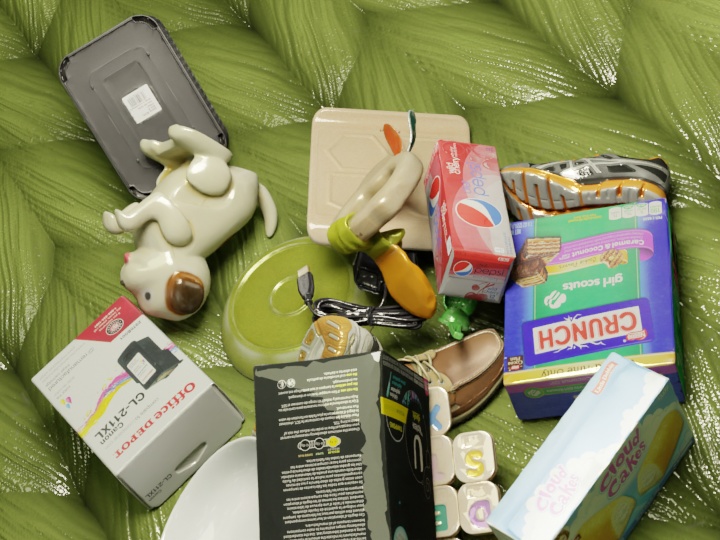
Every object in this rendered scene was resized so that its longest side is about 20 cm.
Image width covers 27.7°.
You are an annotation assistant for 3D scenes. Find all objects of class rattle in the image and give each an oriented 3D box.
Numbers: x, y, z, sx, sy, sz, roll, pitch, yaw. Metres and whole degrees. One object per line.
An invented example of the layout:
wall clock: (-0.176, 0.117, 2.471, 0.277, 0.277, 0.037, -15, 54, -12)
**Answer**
rattle: (0.056, -0.067, 1.555, 0.143, 0.130, 0.200, 30, 31, -2)

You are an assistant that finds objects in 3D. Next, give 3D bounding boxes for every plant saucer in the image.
plant saucer: (-0.073, 0.035, 1.642, 0.200, 0.031, 0.200, -14, 50, 17)

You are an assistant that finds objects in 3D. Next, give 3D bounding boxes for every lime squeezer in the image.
lime squeezer: (0.109, 0.035, 1.520, 0.071, 0.038, 0.200, -49, 12, 35)

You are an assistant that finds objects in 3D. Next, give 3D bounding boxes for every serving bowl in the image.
serving bowl: (-0.122, 0.267, 1.437, 0.200, 0.066, 0.200, -40, 32, 32)

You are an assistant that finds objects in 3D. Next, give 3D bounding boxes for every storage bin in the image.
storage bin: (-0.263, -0.202, 1.796, 0.135, 0.200, 0.094, -30, 10, 2)

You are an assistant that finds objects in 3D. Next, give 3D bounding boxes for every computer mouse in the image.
computer mouse: (0.000, 0.000, 1.594, 0.140, 0.046, 0.200, 0, 45, -4)

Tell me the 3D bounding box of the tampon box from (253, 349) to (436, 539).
tampon box: (-0.010, 0.191, 1.344, 0.126, 0.150, 0.200, -8, 73, 17)

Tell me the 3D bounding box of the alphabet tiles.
alphabet tiles: (0.036, 0.214, 1.412, 0.200, 0.015, 0.196, -9, 73, 17)

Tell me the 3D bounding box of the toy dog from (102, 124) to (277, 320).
toy dog: (-0.208, -0.040, 1.697, 0.139, 0.194, 0.200, -1, 65, 54)

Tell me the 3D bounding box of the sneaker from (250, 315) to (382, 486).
sneaker: (-0.041, 0.146, 1.515, 0.076, 0.088, 0.200, 39, 102, 43)

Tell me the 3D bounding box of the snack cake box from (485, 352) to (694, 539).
snack cake box: (0.212, 0.189, 1.323, 0.067, 0.115, 0.200, 27, 70, 38)

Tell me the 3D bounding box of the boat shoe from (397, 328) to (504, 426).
boat shoe: (0.059, 0.123, 1.478, 0.200, 0.074, 0.076, -35, 47, -1)

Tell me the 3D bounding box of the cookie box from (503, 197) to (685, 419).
cookie box: (0.232, 0.038, 1.456, 0.171, 0.075, 0.200, -9, 53, 19)

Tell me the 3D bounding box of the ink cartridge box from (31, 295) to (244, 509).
ink cartridge box: (-0.246, 0.142, 1.610, 0.146, 0.083, 0.200, -44, 48, -10)

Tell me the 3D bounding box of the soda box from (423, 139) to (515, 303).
soda box: (0.112, -0.055, 1.522, 0.070, 0.063, 0.200, 8, 38, -9)

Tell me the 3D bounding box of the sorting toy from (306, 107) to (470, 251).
sorting toy: (0.034, -0.100, 1.645, 0.185, 0.036, 0.200, 3, 49, -2)

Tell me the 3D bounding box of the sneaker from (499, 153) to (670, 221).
sneaker: (0.238, -0.089, 1.560, 0.200, 0.078, 0.077, 8, 46, 28)
